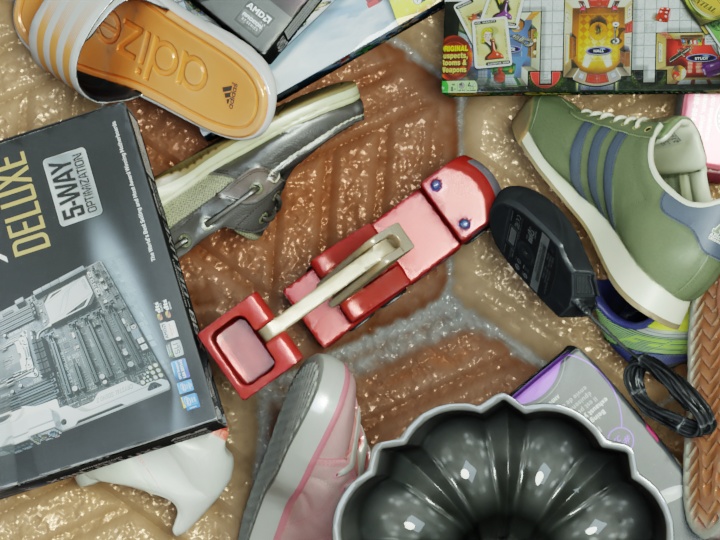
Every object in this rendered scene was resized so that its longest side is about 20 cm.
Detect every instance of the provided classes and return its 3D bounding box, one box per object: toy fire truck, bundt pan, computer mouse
[{"bbox_3d":[0.000,0.000,1.592,0.200,0.141,0.049,-36,87,0],"label":"toy fire truck"},{"bbox_3d":[0.081,0.168,1.509,0.201,0.076,0.203,0,91,5],"label":"bundt pan"},{"bbox_3d":[0.144,0.021,1.550,0.034,0.059,0.200,-27,62,-26],"label":"computer mouse"}]

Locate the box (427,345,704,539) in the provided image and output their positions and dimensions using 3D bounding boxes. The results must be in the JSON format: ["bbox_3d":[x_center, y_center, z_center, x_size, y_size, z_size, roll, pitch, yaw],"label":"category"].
[{"bbox_3d":[0.147,0.157,1.597,0.122,0.106,0.200,-39,87,2],"label":"box"}]

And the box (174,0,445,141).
[{"bbox_3d":[-0.043,-0.189,1.653,0.199,0.038,0.137,-29,86,1],"label":"box"}]

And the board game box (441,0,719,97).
[{"bbox_3d":[0.147,-0.157,1.589,0.199,0.023,0.105,0,84,18],"label":"board game box"}]

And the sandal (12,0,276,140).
[{"bbox_3d":[-0.142,-0.136,1.603,0.206,0.059,0.080,25,113,30],"label":"sandal"}]

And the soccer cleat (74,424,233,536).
[{"bbox_3d":[-0.172,0.088,1.633,0.199,0.069,0.078,30,92,0],"label":"soccer cleat"}]

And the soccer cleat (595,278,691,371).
[{"bbox_3d":[0.227,-0.001,1.582,0.200,0.065,0.084,-27,123,28],"label":"soccer cleat"}]

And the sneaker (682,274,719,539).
[{"bbox_3d":[0.237,0.058,1.537,0.079,0.071,0.201,7,88,-25],"label":"sneaker"}]

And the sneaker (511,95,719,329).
[{"bbox_3d":[0.165,-0.059,1.567,0.067,0.201,0.090,22,116,-38],"label":"sneaker"}]

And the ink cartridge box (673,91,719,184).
[{"bbox_3d":[0.295,-0.114,1.615,0.199,0.083,0.147,10,88,3],"label":"ink cartridge box"}]

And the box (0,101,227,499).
[{"bbox_3d":[-0.182,0.020,1.576,0.157,0.050,0.201,-17,80,2],"label":"box"}]

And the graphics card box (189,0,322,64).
[{"bbox_3d":[-0.043,-0.241,1.612,0.125,0.051,0.200,39,90,3],"label":"graphics card box"}]

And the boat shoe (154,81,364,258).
[{"bbox_3d":[-0.079,-0.048,1.638,0.199,0.073,0.065,-29,95,7],"label":"boat shoe"}]

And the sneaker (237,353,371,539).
[{"bbox_3d":[-0.006,0.126,1.578,0.104,0.201,0.076,15,49,-5],"label":"sneaker"}]
